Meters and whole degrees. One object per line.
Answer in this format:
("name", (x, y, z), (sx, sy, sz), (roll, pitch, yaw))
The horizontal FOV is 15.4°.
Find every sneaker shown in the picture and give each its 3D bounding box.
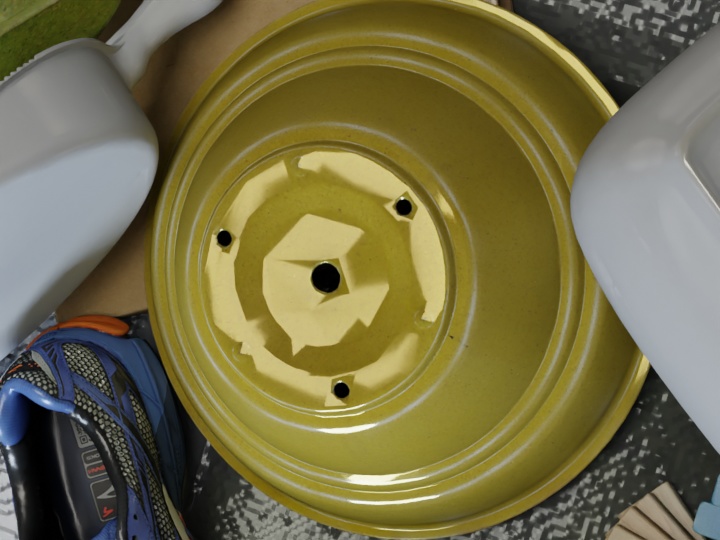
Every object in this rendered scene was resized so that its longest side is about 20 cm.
("sneaker", (-0.088, 0.116, 0.972), (0.075, 0.078, 0.200), (-28, 84, 20))

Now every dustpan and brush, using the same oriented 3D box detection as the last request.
("dustpan and brush", (-0.100, -0.050, 0.947), (0.200, 0.140, 0.057), (-39, 72, -19))

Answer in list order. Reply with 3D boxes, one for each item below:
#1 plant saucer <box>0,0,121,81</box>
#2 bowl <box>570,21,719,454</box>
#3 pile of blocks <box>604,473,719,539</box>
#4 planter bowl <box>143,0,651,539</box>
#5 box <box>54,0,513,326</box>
("plant saucer", (-0.204, -0.076, 0.977), (0.199, 0.200, 0.048), (23, 139, 44))
("bowl", (0.184, -0.019, 0.852), (0.200, 0.075, 0.200), (-37, 73, -3))
("pile of blocks", (0.125, 0.101, 0.903), (0.200, 0.062, 0.082), (-40, 74, 14))
("planter bowl", (0.000, 0.000, 0.926), (0.200, 0.083, 0.201), (1, 93, 20))
("box", (-0.038, -0.076, 0.998), (0.199, 0.021, 0.164), (-14, 83, 19))
